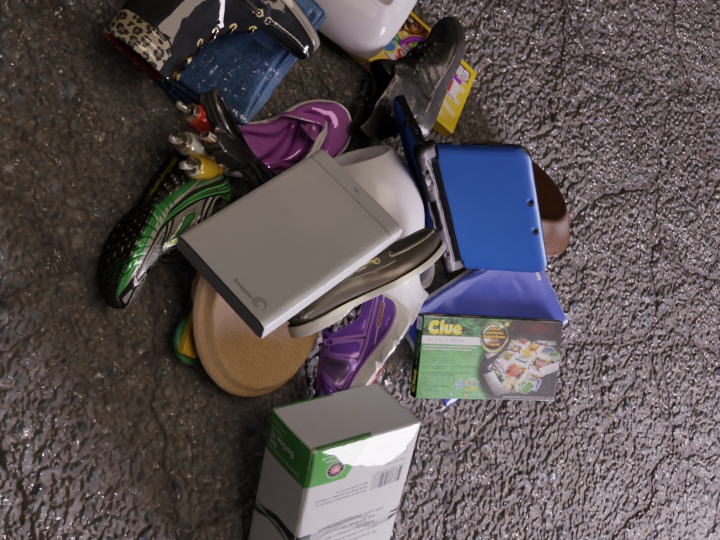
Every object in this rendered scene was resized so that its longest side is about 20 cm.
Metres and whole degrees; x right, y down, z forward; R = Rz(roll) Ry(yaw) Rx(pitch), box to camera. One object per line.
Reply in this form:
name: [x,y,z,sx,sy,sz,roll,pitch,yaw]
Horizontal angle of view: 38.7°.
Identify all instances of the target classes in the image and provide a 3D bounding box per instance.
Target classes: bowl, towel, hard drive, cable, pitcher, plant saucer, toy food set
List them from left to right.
cable: [-0.138,-0.121,1.082,0.200,0.050,0.098,40,44,-66]
towel: [-0.128,-0.250,1.135,0.111,0.048,0.201,36,63,-9]
toy food set: [-0.112,0.035,1.108,0.197,0.048,0.202,32,73,-48]
hard drive: [-0.070,-0.034,1.053,0.199,0.027,0.132,-36,72,-31]
bowl: [-0.003,-0.381,1.227,0.199,0.074,0.201,37,64,-18]
pitcher: [0.032,-0.048,1.221,0.172,0.120,0.202,-42,122,-55]
hard drive: [0.158,0.063,1.305,0.199,0.025,0.133,-32,106,-13]
plant saucer: [0.201,-0.105,1.331,0.199,0.037,0.202,25,35,-19]

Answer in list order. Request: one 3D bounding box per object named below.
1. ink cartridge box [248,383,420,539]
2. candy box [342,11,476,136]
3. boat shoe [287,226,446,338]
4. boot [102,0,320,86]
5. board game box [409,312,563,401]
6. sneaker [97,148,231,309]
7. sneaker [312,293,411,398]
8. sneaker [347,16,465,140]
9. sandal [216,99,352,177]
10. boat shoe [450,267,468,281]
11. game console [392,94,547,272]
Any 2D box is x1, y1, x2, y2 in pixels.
ink cartridge box: [-0.032,0.237,1.090,0.145,0.083,0.202,-8,121,-39]
candy box: [0.064,-0.272,1.317,0.199,0.026,0.103,35,68,-30]
boat shoe: [0.001,0.000,1.102,0.200,0.072,0.061,-29,100,-15]
boot: [-0.152,-0.247,1.061,0.203,0.073,0.155,38,78,-29]
board game box: [0.160,0.110,1.286,0.198,0.023,0.106,4,97,-21]
sneaker: [-0.195,-0.039,1.052,0.085,0.078,0.201,46,59,-25]
sneaker: [-0.023,0.110,1.157,0.083,0.081,0.201,35,91,6]
sneaker: [0.058,-0.239,1.258,0.104,0.060,0.202,26,78,-37]
sandal: [-0.079,-0.147,1.172,0.201,0.050,0.083,-23,99,-36]
boat shoe: [0.198,-0.028,1.364,0.200,0.073,0.076,-39,108,-35]
game console: [0.128,-0.101,1.202,0.117,0.172,0.201,-19,135,0]
